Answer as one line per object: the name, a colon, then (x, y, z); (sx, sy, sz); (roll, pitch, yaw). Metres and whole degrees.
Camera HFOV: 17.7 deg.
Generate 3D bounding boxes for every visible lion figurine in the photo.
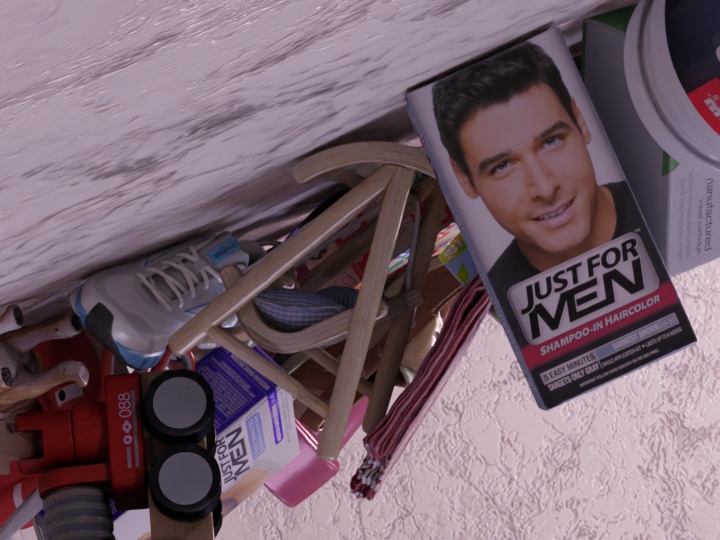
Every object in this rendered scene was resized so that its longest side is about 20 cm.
lion figurine: (-0.256, 0.068, 1.520); (0.122, 0.073, 0.200); (-18, 165, 17)

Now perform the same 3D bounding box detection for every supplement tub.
supplement tub: (0.239, -0.133, 1.201); (0.140, 0.141, 0.200); (-23, 176, -28)

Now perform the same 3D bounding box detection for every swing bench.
swing bench: (0.000, 0.000, 1.504); (0.201, 0.129, 0.199); (-57, 172, 5)

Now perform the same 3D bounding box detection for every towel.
towel: (0.041, 0.079, 1.542); (0.145, 0.023, 0.200); (-56, 175, -14)

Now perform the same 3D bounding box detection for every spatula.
spatula: (-0.083, -0.014, 1.753); (0.199, 0.021, 0.056); (-26, 176, 29)

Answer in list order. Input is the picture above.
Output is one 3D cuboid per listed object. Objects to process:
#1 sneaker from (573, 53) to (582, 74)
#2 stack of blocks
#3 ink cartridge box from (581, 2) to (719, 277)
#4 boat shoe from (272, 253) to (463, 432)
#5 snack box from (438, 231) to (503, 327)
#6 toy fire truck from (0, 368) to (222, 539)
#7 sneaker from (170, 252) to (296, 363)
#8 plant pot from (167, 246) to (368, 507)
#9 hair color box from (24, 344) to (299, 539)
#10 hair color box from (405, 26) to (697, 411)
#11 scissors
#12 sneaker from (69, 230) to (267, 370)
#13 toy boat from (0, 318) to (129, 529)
sneaker: (0.170, -0.129, 1.533); (0.199, 0.076, 0.088); (-22, -168, 9)
stack of blocks: (0.035, -0.038, 1.750); (0.115, 0.059, 0.200); (-36, 174, 17)
ink cartridge box: (0.235, -0.100, 1.429); (0.199, 0.146, 0.087); (-20, -149, -34)
boat shoe: (0.024, 0.057, 1.760); (0.199, 0.074, 0.076); (-31, 162, -14)
snack box: (0.160, -0.042, 1.612); (0.200, 0.068, 0.169); (-49, -160, 3)
toy fire truck: (-0.186, 0.154, 1.470); (0.198, 0.178, 0.129); (-5, 160, -4)
sneaker: (-0.131, 0.045, 1.714); (0.199, 0.081, 0.074); (-15, -178, 22)
plant pot: (-0.050, 0.060, 1.871); (0.179, 0.200, 0.200); (-40, 177, 0)
hair color box: (-0.136, 0.146, 1.636); (0.200, 0.065, 0.110); (-38, 151, -20)
hair color box: (0.110, -0.029, 1.355); (0.098, 0.201, 0.061); (-24, 177, 0)
scissors: (-0.183, 0.127, 1.568); (0.014, 0.073, 0.201); (16, -108, 53)
sneaker: (-0.121, 0.008, 1.547); (0.087, 0.075, 0.200); (-44, 171, 20)
toy boat: (-0.254, 0.115, 1.681); (0.130, 0.132, 0.199); (-8, 165, -47)
